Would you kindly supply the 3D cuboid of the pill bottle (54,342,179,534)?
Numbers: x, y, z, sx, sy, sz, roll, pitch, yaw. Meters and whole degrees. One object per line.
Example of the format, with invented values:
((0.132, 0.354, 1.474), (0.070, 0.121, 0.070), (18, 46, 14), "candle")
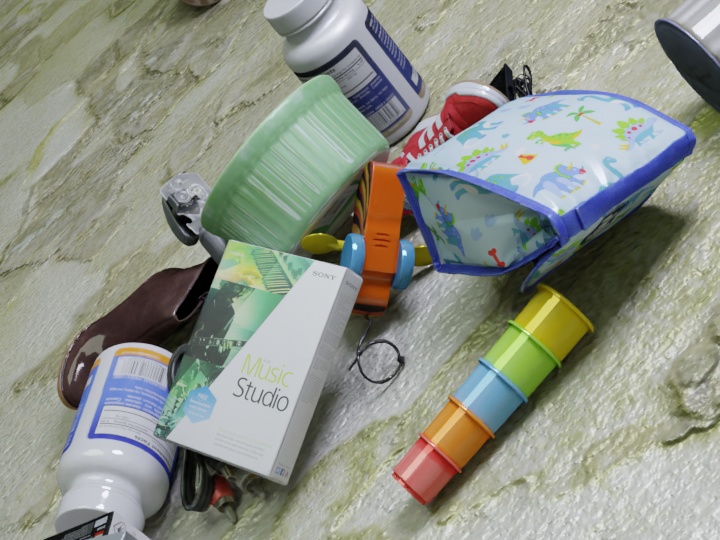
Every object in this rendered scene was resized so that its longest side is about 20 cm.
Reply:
((-0.238, 0.180, 1.293), (0.111, 0.112, 0.201), (-23, 37, 29), "pill bottle")

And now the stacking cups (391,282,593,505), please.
((0.106, 0.105, 1.050), (0.200, 0.060, 0.060), (-51, 32, -6), "stacking cups")

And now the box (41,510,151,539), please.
((-0.264, 0.291, 1.192), (0.199, 0.110, 0.035), (-25, 35, 28), "box")

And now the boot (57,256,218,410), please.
((-0.250, 0.066, 1.460), (0.166, 0.072, 0.201), (-21, 28, 53), "boot")

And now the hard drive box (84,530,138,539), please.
((-0.225, 0.305, 1.087), (0.199, 0.156, 0.077), (-18, 38, 33), "hard drive box")

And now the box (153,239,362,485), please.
((-0.095, 0.080, 1.189), (0.143, 0.036, 0.202), (13, 75, 33), "box")

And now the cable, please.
((-0.148, 0.160, 1.255), (0.097, 0.050, 0.200), (-50, 39, 12), "cable")

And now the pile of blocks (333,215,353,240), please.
((-0.099, -0.034, 1.440), (0.199, 0.062, 0.083), (-28, 34, 24), "pile of blocks")

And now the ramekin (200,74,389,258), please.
((-0.060, -0.088, 1.308), (0.200, 0.098, 0.200), (-49, -6, -7), "ramekin")

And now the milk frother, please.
((0.331, -0.262, 1.073), (0.188, 0.200, 0.181), (-41, 1, 2), "milk frother")

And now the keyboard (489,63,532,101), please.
((0.150, -0.131, 1.315), (0.104, 0.039, 0.201), (-50, 24, 37), "keyboard")

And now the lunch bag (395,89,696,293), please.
((0.161, -0.072, 1.095), (0.169, 0.128, 0.199), (-34, 18, -26), "lunch bag")

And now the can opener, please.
((-0.153, -0.027, 1.429), (0.053, 0.067, 0.200), (-27, 65, -31), "can opener")

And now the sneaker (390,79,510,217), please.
((0.079, -0.112, 1.287), (0.113, 0.071, 0.200), (-57, 7, -19), "sneaker")

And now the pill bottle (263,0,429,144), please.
((-0.018, -0.241, 1.463), (0.110, 0.200, 0.112), (-28, 34, 21), "pill bottle")

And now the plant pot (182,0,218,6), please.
((-0.286, -0.534, 2.161), (0.199, 0.200, 0.174), (-38, 48, 8), "plant pot")

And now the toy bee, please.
((0.000, 0.000, 1.246), (0.201, 0.130, 0.109), (-65, 12, -14), "toy bee")
